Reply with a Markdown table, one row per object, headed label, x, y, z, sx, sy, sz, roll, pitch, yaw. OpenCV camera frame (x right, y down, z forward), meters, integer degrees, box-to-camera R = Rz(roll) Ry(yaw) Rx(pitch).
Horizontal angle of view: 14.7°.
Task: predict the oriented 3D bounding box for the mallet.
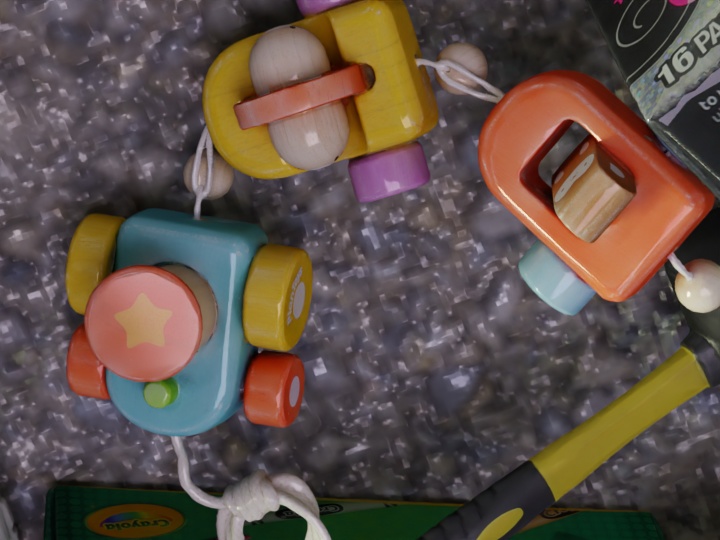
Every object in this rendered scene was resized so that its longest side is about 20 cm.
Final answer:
| label | x | y | z | sx | sy | sz | roll | pitch | yaw |
| --- | --- | --- | --- | --- | --- | --- | --- | --- | --- |
| mallet | 0.056 | 0.050 | 0.832 | 0.200 | 0.041 | 0.066 | -29 | 115 | -14 |

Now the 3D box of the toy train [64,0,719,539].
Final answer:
| label | x | y | z | sx | sy | sz | roll | pitch | yaw |
| --- | --- | --- | --- | --- | --- | --- | --- | --- | --- |
| toy train | 0.000 | 0.000 | 0.785 | 0.200 | 0.056 | 0.150 | -44 | 84 | 18 |

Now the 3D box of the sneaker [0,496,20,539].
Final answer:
| label | x | y | z | sx | sy | sz | roll | pitch | yaw |
| --- | --- | --- | --- | --- | --- | --- | --- | --- | --- |
| sneaker | -0.146 | 0.145 | 0.859 | 0.074 | 0.087 | 0.201 | 7 | 116 | -10 |

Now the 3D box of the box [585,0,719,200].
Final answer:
| label | x | y | z | sx | sy | sz | roll | pitch | yaw |
| --- | --- | --- | --- | --- | --- | --- | --- | --- | --- |
| box | 0.169 | -0.084 | 0.674 | 0.200 | 0.115 | 0.132 | -42 | 114 | 13 |

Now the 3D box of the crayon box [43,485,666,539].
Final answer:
| label | x | y | z | sx | sy | sz | roll | pitch | yaw |
| --- | --- | --- | --- | --- | --- | --- | --- | --- | --- |
| crayon box | -0.006 | 0.136 | 0.889 | 0.199 | 0.058 | 0.119 | 3 | 118 | -10 |
